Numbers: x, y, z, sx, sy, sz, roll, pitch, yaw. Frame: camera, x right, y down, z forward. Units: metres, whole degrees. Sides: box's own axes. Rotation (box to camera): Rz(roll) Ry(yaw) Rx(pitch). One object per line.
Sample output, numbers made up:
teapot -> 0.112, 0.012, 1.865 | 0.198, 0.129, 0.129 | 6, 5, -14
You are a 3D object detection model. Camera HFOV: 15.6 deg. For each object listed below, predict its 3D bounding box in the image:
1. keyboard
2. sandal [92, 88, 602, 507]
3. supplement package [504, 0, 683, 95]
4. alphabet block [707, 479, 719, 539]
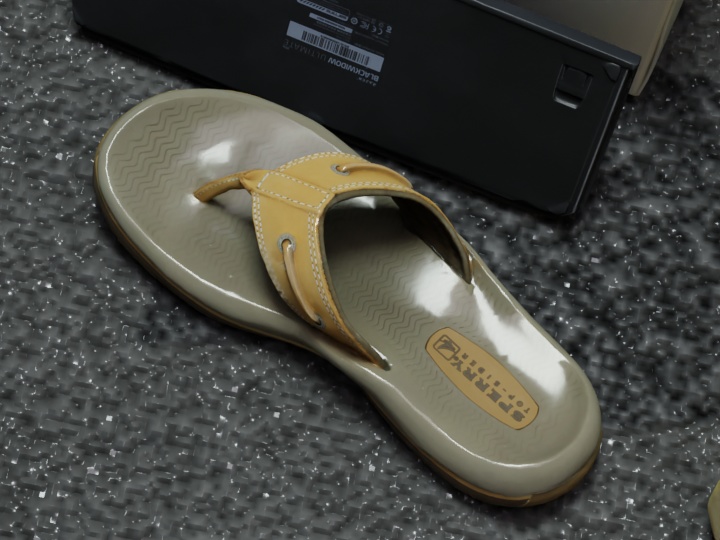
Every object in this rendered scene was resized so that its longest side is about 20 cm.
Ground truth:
keyboard -> 0.000, -0.100, 0.895 | 0.199, 0.127, 0.021 | 22, 40, 4
sandal -> 0.000, 0.000, 0.880 | 0.200, 0.054, 0.080 | 38, 67, 12
supplement package -> 0.037, -0.171, 0.929 | 0.199, 0.120, 0.122 | 23, 63, 5
alphabet block -> 0.236, 0.111, 0.778 | 0.196, 0.196, 0.201 | -9, 65, -12
